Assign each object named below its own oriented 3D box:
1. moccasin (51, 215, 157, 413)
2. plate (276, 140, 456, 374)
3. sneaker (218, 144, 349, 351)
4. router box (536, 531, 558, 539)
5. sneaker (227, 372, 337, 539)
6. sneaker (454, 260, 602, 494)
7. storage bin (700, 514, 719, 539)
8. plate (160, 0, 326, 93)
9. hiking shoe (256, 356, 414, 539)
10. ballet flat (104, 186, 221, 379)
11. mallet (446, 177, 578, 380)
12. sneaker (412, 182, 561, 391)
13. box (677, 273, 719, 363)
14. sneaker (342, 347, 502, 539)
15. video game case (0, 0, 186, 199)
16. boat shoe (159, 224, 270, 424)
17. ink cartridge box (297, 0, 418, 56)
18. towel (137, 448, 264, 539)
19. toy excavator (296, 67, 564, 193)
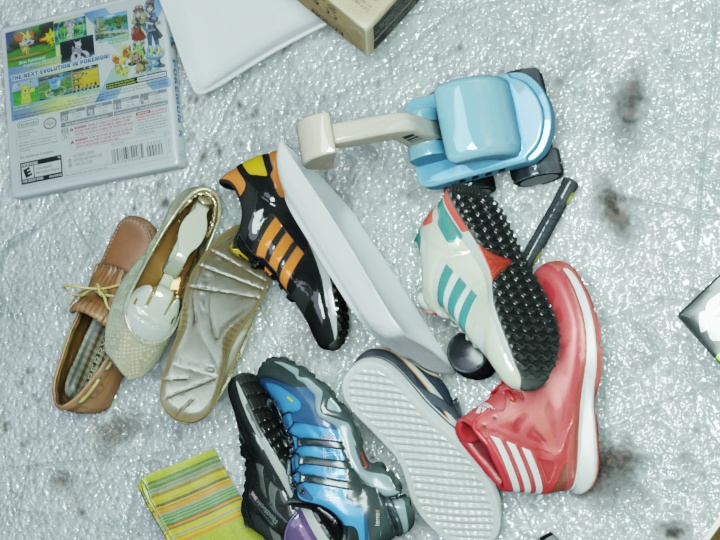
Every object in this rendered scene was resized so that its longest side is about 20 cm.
[{"bbox_3d":[-0.252,0.043,1.401,0.073,0.078,0.202,28,95,21],"label":"moccasin"},{"bbox_3d":[0.000,0.000,1.233,0.032,0.200,0.200,-36,69,6],"label":"plate"},{"bbox_3d":[-0.073,-0.013,1.332,0.089,0.070,0.201,-18,77,5],"label":"sneaker"},{"bbox_3d":[0.143,0.351,1.232,0.149,0.051,0.200,46,102,17],"label":"router box"},{"bbox_3d":[-0.088,0.195,1.328,0.087,0.076,0.201,-35,74,21],"label":"sneaker"},{"bbox_3d":[0.140,0.093,1.218,0.115,0.078,0.202,-2,81,-21],"label":"sneaker"},{"bbox_3d":[0.354,0.278,1.135,0.198,0.094,0.201,37,98,20],"label":"storage bin"},{"bbox_3d":[-0.106,-0.299,1.392,0.199,0.032,0.201,-26,76,16],"label":"plate"},{"bbox_3d":[-0.038,0.166,1.259,0.086,0.074,0.200,-35,76,-17],"label":"hiking shoe"},{"bbox_3d":[-0.187,0.006,1.357,0.067,0.062,0.201,25,75,-16],"label":"ballet flat"},{"bbox_3d":[0.141,0.010,1.278,0.041,0.066,0.201,29,81,18],"label":"mallet"},{"bbox_3d":[0.100,0.028,1.218,0.093,0.070,0.201,-47,53,39],"label":"sneaker"},{"bbox_3d":[0.378,0.061,1.129,0.149,0.124,0.200,-45,72,12],"label":"box"},{"bbox_3d":[0.064,0.151,1.275,0.078,0.079,0.201,-32,97,19],"label":"sneaker"},{"bbox_3d":[-0.276,-0.178,1.462,0.199,0.022,0.184,-9,82,21],"label":"video game case"},{"bbox_3d":[-0.140,0.052,1.357,0.074,0.066,0.201,24,72,-2],"label":"boat shoe"},{"bbox_3d":[-0.016,-0.324,1.307,0.200,0.075,0.165,40,81,10],"label":"ink cartridge box"},{"bbox_3d":[-0.125,0.264,1.331,0.201,0.086,0.018,56,147,19],"label":"towel"},{"bbox_3d":[0.063,-0.122,1.228,0.193,0.200,0.101,-13,80,19],"label":"toy excavator"}]
